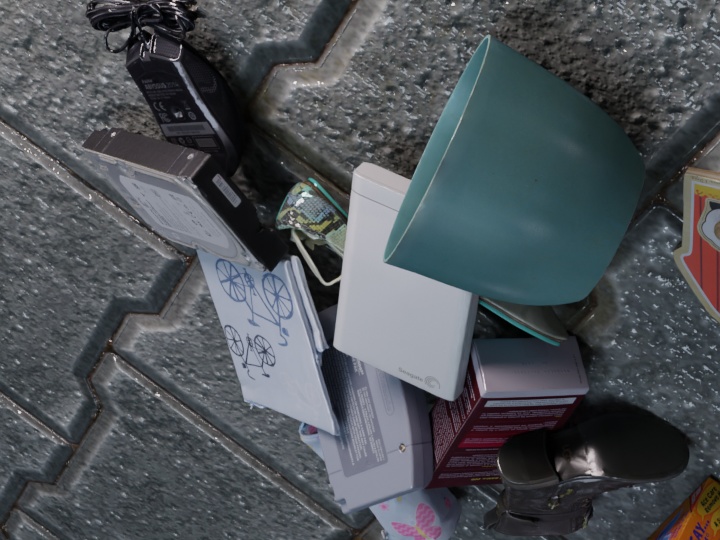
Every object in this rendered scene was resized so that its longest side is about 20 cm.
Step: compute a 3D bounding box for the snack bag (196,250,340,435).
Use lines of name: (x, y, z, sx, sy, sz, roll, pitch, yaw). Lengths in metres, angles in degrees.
snack bag: (-0.089, 0.063, 1.854, 0.188, 0.021, 0.201, 14, 125, 54)

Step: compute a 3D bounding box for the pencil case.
pencil case: (0.022, 0.214, 1.965, 0.090, 0.083, 0.200, -22, 116, 37)

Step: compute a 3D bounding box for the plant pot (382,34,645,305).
plant pot: (0.131, -0.064, 1.490, 0.160, 0.201, 0.201, 25, 144, -5)

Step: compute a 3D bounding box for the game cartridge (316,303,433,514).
game cartridge: (0.006, 0.129, 1.829, 0.133, 0.040, 0.201, -26, 74, 47)

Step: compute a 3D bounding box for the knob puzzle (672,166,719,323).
knob puzzle: (0.350, 0.015, 1.532, 0.219, 0.031, 0.220, 21, 141, 18)

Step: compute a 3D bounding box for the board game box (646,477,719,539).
board game box: (0.341, 0.366, 1.782, 0.199, 0.200, 0.200, 33, 144, 4)

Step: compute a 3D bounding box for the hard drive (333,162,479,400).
hard drive: (0.044, 0.012, 1.666, 0.131, 0.027, 0.201, 24, 131, 21)

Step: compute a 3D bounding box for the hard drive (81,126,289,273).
hard drive: (-0.171, -0.070, 1.779, 0.200, 0.038, 0.140, 20, 155, 49)

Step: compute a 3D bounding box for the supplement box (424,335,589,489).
supplement box: (0.132, 0.138, 1.773, 0.108, 0.061, 0.200, 0, 147, -19)

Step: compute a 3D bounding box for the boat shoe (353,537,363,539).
boat shoe: (-0.026, 0.387, 2.204, 0.066, 0.072, 0.201, 40, 139, 2)

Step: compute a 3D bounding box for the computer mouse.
computer mouse: (-0.158, -0.175, 1.703, 0.138, 0.053, 0.201, 6, 133, 40)

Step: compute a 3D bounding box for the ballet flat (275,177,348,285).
ballet flat: (0.000, 0.000, 1.754, 0.200, 0.074, 0.074, 41, 143, -2)

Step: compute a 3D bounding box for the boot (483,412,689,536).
boot: (0.216, 0.208, 1.806, 0.199, 0.070, 0.174, -4, 151, 4)

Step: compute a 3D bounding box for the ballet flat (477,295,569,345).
ballet flat: (0.107, 0.000, 1.682, 0.199, 0.064, 0.067, 26, -174, 13)

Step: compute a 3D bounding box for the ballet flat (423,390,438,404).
ballet flat: (0.055, 0.117, 1.856, 0.199, 0.070, 0.070, -14, 122, 45)
